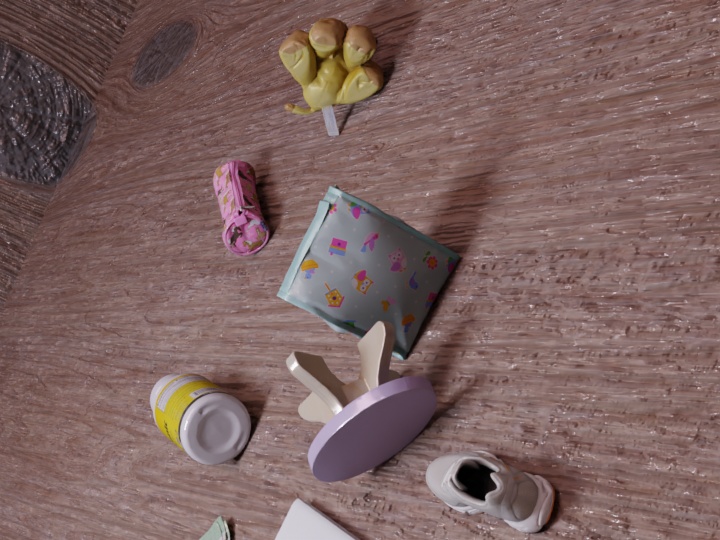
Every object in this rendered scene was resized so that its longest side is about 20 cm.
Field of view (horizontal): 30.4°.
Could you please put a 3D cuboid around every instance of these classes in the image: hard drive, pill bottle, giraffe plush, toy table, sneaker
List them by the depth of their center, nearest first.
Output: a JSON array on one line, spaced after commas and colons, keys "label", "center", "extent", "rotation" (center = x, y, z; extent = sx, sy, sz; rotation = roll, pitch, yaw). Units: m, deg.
[{"label": "sneaker", "center": [0.123, 0.228, 1.462], "extent": [0.200, 0.092, 0.076], "rotation": [2, 66, 58]}, {"label": "toy table", "center": [-0.001, 0.162, 1.656], "extent": [0.200, 0.184, 0.117], "rotation": [-39, 52, 20]}, {"label": "hard drive", "center": [-0.060, 0.382, 1.689], "extent": [0.200, 0.026, 0.132], "rotation": [18, 81, 61]}, {"label": "pill bottle", "center": [-0.255, 0.221, 2.051], "extent": [0.111, 0.111, 0.200], "rotation": [-63, 28, -3]}, {"label": "giraffe plush", "center": [-0.042, -0.351, 2.201], "extent": [0.162, 0.172, 0.200], "rotation": [-81, -1, -50]}]

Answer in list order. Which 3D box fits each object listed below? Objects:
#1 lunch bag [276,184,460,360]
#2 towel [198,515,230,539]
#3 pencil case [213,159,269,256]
[{"label": "lunch bag", "center": [0.000, 0.000, 1.745], "extent": [0.171, 0.200, 0.122], "rotation": [-63, 29, -1]}, {"label": "towel", "center": [-0.228, 0.467, 1.883], "extent": [0.153, 0.023, 0.200], "rotation": [-48, 32, 25]}, {"label": "pencil case", "center": [-0.209, -0.112, 2.295], "extent": [0.087, 0.083, 0.200], "rotation": [-50, 30, 21]}]
